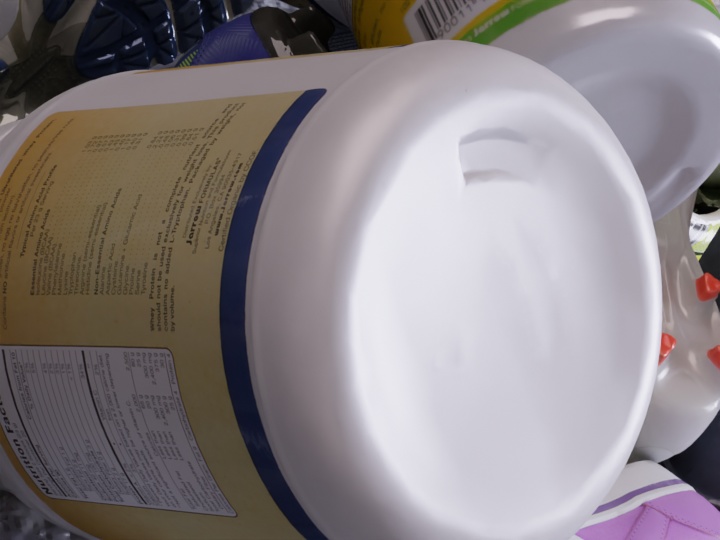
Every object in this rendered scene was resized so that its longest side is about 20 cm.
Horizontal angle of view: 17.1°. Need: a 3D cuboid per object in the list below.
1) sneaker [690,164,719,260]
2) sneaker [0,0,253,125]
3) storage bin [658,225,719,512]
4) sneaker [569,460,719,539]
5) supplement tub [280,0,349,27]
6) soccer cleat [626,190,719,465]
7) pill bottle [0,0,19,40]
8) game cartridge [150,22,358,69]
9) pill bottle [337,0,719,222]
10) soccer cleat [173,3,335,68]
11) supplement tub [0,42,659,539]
[{"bbox_3d":[0.077,-0.018,0.933,0.200,0.076,0.075,-10,46,-38],"label":"sneaker"},{"bbox_3d":[-0.118,-0.102,0.875,0.200,0.077,0.085,-39,41,-10],"label":"sneaker"},{"bbox_3d":[0.205,0.040,0.872,0.200,0.134,0.146,14,34,-11],"label":"storage bin"},{"bbox_3d":[0.075,0.126,0.734,0.200,0.073,0.114,-18,53,-45],"label":"sneaker"},{"bbox_3d":[-0.010,-0.182,1.012,0.144,0.145,0.200,0,16,-30],"label":"supplement tub"},{"bbox_3d":[0.092,-0.020,0.866,0.069,0.078,0.200,15,53,-21],"label":"soccer cleat"},{"bbox_3d":[-0.171,-0.173,0.815,0.109,0.110,0.200,3,65,-27],"label":"pill bottle"},{"bbox_3d":[-0.017,-0.061,0.940,0.133,0.041,0.200,17,24,42],"label":"game cartridge"},{"bbox_3d":[0.044,-0.111,0.820,0.111,0.111,0.200,2,47,-28],"label":"pill bottle"},{"bbox_3d":[0.000,-0.001,0.838,0.200,0.084,0.065,54,15,-18],"label":"soccer cleat"},{"bbox_3d":[-0.030,0.011,0.695,0.144,0.145,0.200,-14,10,-42],"label":"supplement tub"}]
